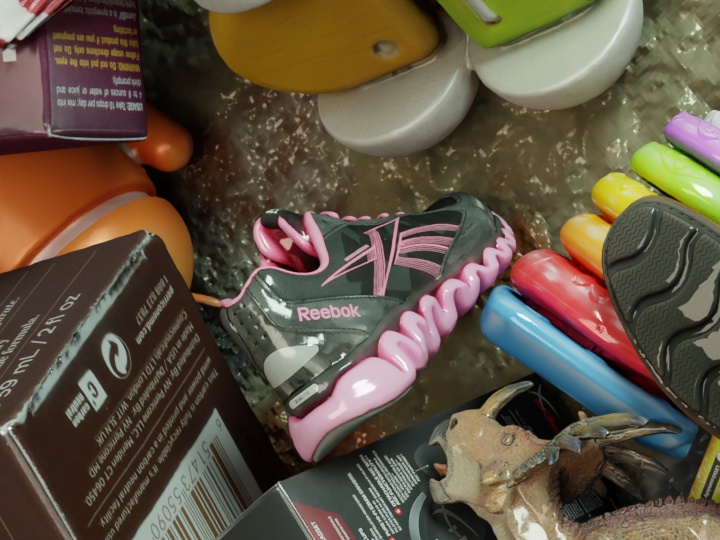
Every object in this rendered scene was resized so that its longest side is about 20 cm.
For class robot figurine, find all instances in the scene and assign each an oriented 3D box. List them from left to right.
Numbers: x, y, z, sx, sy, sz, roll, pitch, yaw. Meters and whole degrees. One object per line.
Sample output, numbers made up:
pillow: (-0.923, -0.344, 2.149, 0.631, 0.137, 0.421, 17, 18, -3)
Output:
robot figurine: (-0.161, -0.025, 1.308, 0.200, 0.144, 0.117, 45, 137, 15)

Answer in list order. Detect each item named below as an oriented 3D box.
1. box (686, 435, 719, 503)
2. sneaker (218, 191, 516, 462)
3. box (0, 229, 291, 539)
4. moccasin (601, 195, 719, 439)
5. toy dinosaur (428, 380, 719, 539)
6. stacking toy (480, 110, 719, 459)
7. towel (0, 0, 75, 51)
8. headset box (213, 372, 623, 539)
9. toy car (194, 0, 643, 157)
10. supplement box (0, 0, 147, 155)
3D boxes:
box: (0.230, 0.050, 1.122, 0.136, 0.038, 0.201, 26, 105, 24)
sneaker: (0.000, 0.000, 1.174, 0.095, 0.200, 0.079, 45, 121, -1)
box: (-0.164, 0.110, 1.204, 0.199, 0.166, 0.165, -16, 115, 28)
moccasin: (0.182, 0.043, 1.083, 0.201, 0.078, 0.074, 35, 108, 12)
toy dinosaur: (0.128, 0.122, 1.103, 0.199, 0.086, 0.136, 13, 72, -11)
stacking toy: (0.148, -0.028, 1.162, 0.110, 0.116, 0.200, 34, 93, 1)
towel: (-0.122, -0.207, 1.119, 0.200, 0.023, 0.144, -42, 93, -4)
headset box: (0.035, 0.147, 1.163, 0.149, 0.200, 0.077, 57, 134, 12)
toy car: (0.026, -0.156, 1.192, 0.199, 0.175, 0.150, -15, 50, 29)
supplement box: (-0.178, -0.152, 1.196, 0.130, 0.103, 0.201, -5, 90, 21)
